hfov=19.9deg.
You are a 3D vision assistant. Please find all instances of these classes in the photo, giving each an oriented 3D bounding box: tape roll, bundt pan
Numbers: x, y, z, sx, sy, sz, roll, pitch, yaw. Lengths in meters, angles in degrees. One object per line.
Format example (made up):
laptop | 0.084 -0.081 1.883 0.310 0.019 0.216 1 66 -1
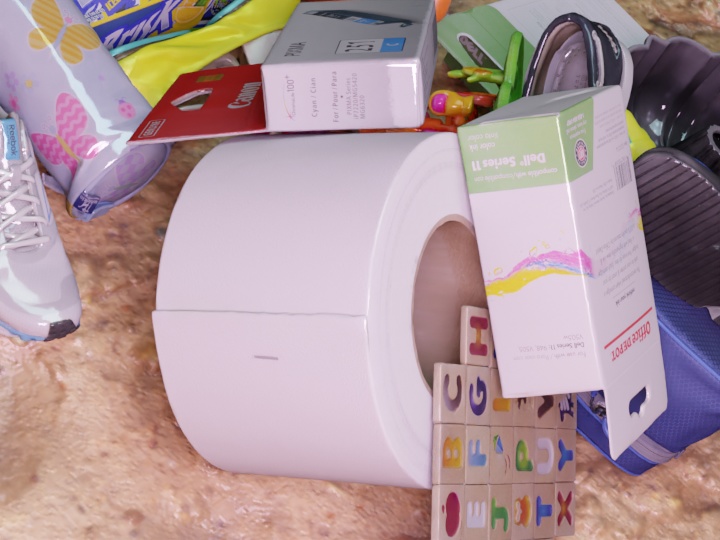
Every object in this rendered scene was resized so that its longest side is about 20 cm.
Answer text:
tape roll | -0.007 0.021 1.187 0.138 0.204 0.203 1 32 28
bundt pan | 0.249 -0.074 1.538 0.201 0.076 0.203 22 46 -24

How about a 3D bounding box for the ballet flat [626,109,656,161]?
ballet flat | 0.148 -0.084 1.423 0.067 0.200 0.067 -30 94 -13

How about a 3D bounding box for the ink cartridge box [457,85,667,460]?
ink cartridge box | 0.121 0.001 1.202 0.067 0.202 0.117 -6 10 27

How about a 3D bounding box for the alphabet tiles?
alphabet tiles | 0.088 0.109 1.209 0.200 0.006 0.168 10 80 -61

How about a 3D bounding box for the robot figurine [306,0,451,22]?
robot figurine | -0.001 -0.244 1.530 0.143 0.117 0.200 -28 35 -21

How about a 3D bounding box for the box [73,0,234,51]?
box | -0.164 -0.192 1.449 0.070 0.064 0.200 43 43 16

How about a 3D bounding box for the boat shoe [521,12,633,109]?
boat shoe | 0.123 -0.064 1.304 0.060 0.075 0.202 26 67 -55

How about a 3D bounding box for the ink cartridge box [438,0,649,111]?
ink cartridge box | 0.136 -0.157 1.586 0.199 0.059 0.104 -21 61 -41

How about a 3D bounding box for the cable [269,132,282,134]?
cable | 0.000 0.000 1.311 0.200 0.098 0.050 38 29 18

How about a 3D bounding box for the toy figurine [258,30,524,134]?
toy figurine | 0.012 -0.093 1.383 0.183 0.151 0.200 6 8 6

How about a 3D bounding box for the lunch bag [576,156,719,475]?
lunch bag | 0.192 0.038 1.368 0.136 0.132 0.200 43 40 -13

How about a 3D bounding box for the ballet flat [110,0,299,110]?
ballet flat | -0.103 -0.144 1.432 0.200 0.067 0.067 -31 84 -41

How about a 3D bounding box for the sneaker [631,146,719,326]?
sneaker | 0.234 -0.019 1.295 0.200 0.074 0.089 45 39 -27

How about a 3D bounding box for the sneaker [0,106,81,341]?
sneaker | -0.223 -0.047 1.253 0.075 0.087 0.201 -11 56 -39

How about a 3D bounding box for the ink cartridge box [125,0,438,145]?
ink cartridge box | -0.043 -0.125 1.261 0.175 0.045 0.200 -3 17 5

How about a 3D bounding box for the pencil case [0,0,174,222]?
pencil case | -0.204 -0.129 1.317 0.083 0.091 0.201 -30 79 -38
